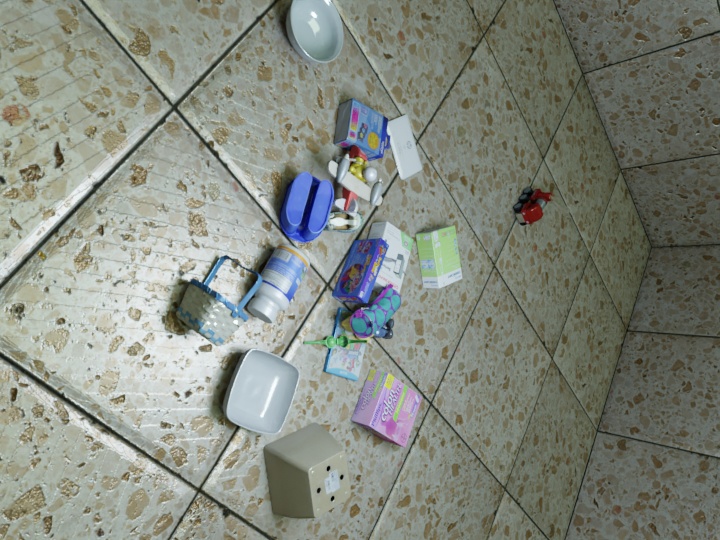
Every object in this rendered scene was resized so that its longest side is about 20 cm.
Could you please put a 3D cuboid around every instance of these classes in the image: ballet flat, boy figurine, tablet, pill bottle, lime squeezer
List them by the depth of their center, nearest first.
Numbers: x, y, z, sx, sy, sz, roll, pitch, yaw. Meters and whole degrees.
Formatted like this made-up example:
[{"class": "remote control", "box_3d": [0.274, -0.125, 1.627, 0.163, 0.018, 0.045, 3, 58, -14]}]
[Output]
[{"class": "pill bottle", "box_3d": [-0.230, 0.038, 1.461, 0.112, 0.110, 0.204, 42, 63, -33]}, {"class": "lime squeezer", "box_3d": [-0.074, 0.223, 1.614, 0.192, 0.071, 0.039, -1, 100, 1]}, {"class": "ballet flat", "box_3d": [-0.049, -0.151, 1.658, 0.196, 0.073, 0.077, -10, 96, -41]}, {"class": "boy figurine", "box_3d": [0.023, 0.170, 1.699, 0.196, 0.063, 0.129, 16, 82, -43]}, {"class": "tablet", "box_3d": [0.157, -0.442, 1.887, 0.129, 0.013, 0.206, -31, 110, -39]}]

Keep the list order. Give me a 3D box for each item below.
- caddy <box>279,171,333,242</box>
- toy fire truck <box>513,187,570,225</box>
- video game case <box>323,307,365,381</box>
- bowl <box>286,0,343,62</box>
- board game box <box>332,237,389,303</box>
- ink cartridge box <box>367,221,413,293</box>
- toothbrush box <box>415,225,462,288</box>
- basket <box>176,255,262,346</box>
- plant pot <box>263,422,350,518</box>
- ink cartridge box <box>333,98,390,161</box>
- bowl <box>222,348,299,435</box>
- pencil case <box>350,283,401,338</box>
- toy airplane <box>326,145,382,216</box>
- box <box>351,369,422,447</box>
[{"class": "caddy", "box_3d": [-0.158, -0.186, 1.539, 0.137, 0.105, 0.207, 19, 76, -15]}, {"class": "toy fire truck", "box_3d": [0.812, -0.281, 2.355, 0.177, 0.197, 0.130, -50, 119, -30]}, {"class": "video game case", "box_3d": [-0.039, 0.238, 1.693, 0.141, 0.017, 0.207, 25, 73, -40]}, {"class": "bowl", "box_3d": [-0.149, -0.709, 1.561, 0.197, 0.089, 0.209, 1, 88, -41]}, {"class": "board game box", "box_3d": [0.000, 0.000, 1.656, 0.044, 0.132, 0.205, 36, 67, -34]}, {"class": "ink cartridge box", "box_3d": [0.084, -0.037, 1.765, 0.144, 0.083, 0.206, 28, 71, -38]}, {"class": "toothbrush box", "box_3d": [0.292, -0.052, 1.954, 0.143, 0.085, 0.207, -18, 101, -41]}, {"class": "basket", "box_3d": [-0.351, 0.068, 1.318, 0.203, 0.174, 0.139, -57, 139, -10]}, {"class": "plant pot", "box_3d": [-0.137, 0.580, 1.495, 0.196, 0.174, 0.207, -12, 97, -40]}, {"class": "ink cartridge box", "box_3d": [0.015, -0.449, 1.718, 0.196, 0.075, 0.142, 15, 79, -42]}, {"class": "bowl", "box_3d": [-0.278, 0.327, 1.438, 0.198, 0.073, 0.205, 33, 68, -38]}, {"class": "pencil case", "box_3d": [0.051, 0.126, 1.638, 0.199, 0.083, 0.095, -37, 126, -51]}, {"class": "toy airplane", "box_3d": [-0.010, -0.269, 1.609, 0.200, 0.138, 0.204, -41, 112, -50]}, {"class": "box", "box_3d": [0.091, 0.459, 1.756, 0.199, 0.095, 0.180, 39, 65, -34]}]
